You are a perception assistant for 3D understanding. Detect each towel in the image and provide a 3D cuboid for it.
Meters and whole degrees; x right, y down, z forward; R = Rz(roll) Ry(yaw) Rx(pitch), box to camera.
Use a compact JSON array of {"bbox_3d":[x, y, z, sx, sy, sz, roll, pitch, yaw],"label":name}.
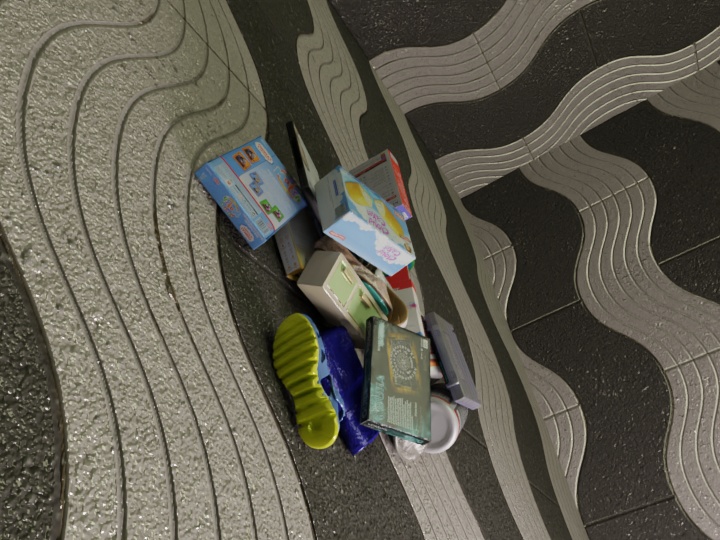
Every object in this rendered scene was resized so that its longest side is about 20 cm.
[{"bbox_3d":[-0.082,-0.111,1.284,0.201,0.024,0.146,-107,176,-48],"label":"towel"},{"bbox_3d":[-0.022,0.197,1.079,0.202,0.049,0.148,64,17,0],"label":"towel"}]

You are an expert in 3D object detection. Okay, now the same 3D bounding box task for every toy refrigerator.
[{"bbox_3d":[-0.026,0.058,1.137,0.201,0.069,0.076,55,53,-39],"label":"toy refrigerator"}]

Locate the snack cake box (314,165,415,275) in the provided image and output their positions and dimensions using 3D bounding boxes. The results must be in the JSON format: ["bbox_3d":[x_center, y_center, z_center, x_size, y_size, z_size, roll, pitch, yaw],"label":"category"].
[{"bbox_3d":[0.010,-0.087,1.143,0.199,0.067,0.116,31,34,-44],"label":"snack cake box"}]

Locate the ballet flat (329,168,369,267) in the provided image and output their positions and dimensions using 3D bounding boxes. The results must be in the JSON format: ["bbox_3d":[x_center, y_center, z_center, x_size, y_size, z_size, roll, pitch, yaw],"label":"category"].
[{"bbox_3d":[-0.033,-0.098,1.235,0.067,0.064,0.203,-17,90,-28],"label":"ballet flat"}]

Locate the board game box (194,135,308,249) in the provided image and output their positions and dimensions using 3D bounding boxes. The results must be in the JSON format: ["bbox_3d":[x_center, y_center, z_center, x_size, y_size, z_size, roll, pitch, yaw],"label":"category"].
[{"bbox_3d":[-0.175,-0.139,1.065,0.152,0.036,0.200,53,29,-9],"label":"board game box"}]

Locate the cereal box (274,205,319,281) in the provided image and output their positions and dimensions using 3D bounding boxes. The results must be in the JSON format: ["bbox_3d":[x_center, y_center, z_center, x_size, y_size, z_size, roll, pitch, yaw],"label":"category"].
[{"bbox_3d":[-0.118,-0.066,1.191,0.144,0.039,0.202,32,35,-61],"label":"cereal box"}]

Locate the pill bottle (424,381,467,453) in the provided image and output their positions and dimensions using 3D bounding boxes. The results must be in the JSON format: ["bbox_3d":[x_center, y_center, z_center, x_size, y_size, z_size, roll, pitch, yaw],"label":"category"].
[{"bbox_3d":[0.171,0.310,1.358,0.117,0.115,0.200,65,18,6],"label":"pill bottle"}]

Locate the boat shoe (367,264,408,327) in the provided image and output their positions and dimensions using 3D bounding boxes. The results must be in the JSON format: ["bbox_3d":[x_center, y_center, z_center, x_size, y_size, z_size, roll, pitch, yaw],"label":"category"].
[{"bbox_3d":[0.026,0.040,1.270,0.201,0.070,0.069,55,-3,23],"label":"boat shoe"}]

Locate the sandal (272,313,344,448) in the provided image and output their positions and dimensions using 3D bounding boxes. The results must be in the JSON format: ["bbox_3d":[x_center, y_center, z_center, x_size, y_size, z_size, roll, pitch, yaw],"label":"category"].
[{"bbox_3d":[-0.074,0.164,0.947,0.087,0.079,0.203,18,56,-71],"label":"sandal"}]

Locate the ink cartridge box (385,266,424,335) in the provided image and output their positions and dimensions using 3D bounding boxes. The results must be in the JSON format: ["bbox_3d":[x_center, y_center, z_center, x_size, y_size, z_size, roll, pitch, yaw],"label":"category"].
[{"bbox_3d":[0.067,0.095,1.311,0.067,0.115,0.202,57,22,-61],"label":"ink cartridge box"}]

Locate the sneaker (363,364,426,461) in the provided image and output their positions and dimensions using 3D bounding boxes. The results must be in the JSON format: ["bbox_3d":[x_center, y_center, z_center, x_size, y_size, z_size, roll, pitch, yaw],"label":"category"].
[{"bbox_3d":[0.067,0.265,1.202,0.106,0.074,0.202,41,-28,59],"label":"sneaker"}]

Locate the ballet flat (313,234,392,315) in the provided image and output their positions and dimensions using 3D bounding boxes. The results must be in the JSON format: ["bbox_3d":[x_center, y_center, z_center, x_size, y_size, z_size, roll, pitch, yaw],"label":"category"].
[{"bbox_3d":[0.000,0.000,1.176,0.200,0.068,0.068,43,63,-20],"label":"ballet flat"}]

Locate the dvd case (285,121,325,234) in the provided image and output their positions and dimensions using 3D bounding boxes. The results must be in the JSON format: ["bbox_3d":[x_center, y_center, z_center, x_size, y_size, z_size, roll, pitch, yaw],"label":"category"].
[{"bbox_3d":[-0.097,-0.174,1.199,0.143,0.017,0.202,64,7,-49],"label":"dvd case"}]

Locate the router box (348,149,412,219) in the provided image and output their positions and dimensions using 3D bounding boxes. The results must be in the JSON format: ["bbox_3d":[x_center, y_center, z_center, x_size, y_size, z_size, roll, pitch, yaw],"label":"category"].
[{"bbox_3d":[0.003,-0.151,1.396,0.049,0.198,0.181,44,27,-45],"label":"router box"}]

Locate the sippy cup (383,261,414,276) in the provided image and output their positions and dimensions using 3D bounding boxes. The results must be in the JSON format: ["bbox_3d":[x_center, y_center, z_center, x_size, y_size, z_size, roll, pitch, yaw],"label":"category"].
[{"bbox_3d":[0.037,-0.034,1.463,0.131,0.139,0.178,57,-9,15],"label":"sippy cup"}]

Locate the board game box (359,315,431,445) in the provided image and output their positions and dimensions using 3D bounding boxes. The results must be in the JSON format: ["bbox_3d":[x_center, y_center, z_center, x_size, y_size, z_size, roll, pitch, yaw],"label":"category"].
[{"bbox_3d":[0.065,0.190,1.099,0.134,0.028,0.202,24,49,-25],"label":"board game box"}]

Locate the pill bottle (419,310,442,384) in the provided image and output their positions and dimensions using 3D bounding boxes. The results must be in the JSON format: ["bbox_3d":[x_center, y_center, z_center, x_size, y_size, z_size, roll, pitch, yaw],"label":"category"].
[{"bbox_3d":[0.100,0.156,1.379,0.113,0.112,0.202,31,37,-59],"label":"pill bottle"}]

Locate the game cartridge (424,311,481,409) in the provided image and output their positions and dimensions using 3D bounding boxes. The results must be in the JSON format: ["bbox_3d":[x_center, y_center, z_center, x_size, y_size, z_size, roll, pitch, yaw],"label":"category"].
[{"bbox_3d":[0.199,0.197,1.363,0.129,0.038,0.202,29,37,-54],"label":"game cartridge"}]
